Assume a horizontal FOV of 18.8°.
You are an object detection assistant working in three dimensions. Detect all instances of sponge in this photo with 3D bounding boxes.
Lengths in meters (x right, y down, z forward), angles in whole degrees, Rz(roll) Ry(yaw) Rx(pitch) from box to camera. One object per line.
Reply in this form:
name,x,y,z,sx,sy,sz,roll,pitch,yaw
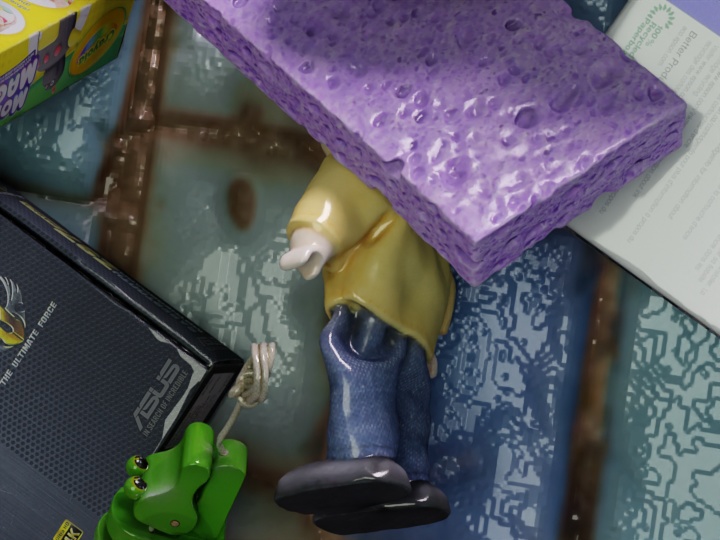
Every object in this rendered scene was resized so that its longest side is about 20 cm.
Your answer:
sponge,0.021,-0.090,0.870,0.111,0.030,0.200,-34,60,-22

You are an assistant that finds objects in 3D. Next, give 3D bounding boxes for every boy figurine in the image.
boy figurine,0.000,0.000,0.884,0.064,0.124,0.201,-11,69,24

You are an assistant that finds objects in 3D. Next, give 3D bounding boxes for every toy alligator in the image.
toy alligator,-0.080,0.100,0.890,0.054,0.059,0.201,10,129,-8

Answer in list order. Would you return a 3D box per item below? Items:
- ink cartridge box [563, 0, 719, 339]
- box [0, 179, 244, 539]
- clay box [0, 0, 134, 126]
ink cartridge box,0.193,-0.058,0.873,0.200,0.043,0.198,37,97,14
box,-0.169,0.076,0.955,0.157,0.051,0.200,36,97,13
clay box,-0.177,-0.108,0.901,0.115,0.200,0.048,27,120,13
